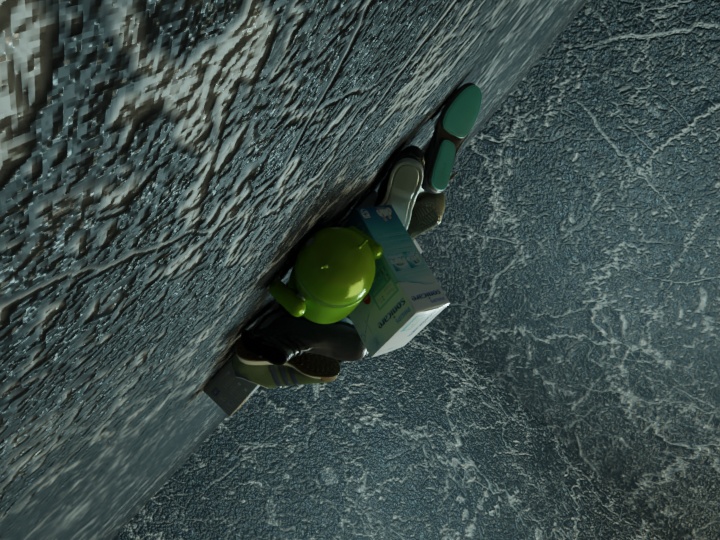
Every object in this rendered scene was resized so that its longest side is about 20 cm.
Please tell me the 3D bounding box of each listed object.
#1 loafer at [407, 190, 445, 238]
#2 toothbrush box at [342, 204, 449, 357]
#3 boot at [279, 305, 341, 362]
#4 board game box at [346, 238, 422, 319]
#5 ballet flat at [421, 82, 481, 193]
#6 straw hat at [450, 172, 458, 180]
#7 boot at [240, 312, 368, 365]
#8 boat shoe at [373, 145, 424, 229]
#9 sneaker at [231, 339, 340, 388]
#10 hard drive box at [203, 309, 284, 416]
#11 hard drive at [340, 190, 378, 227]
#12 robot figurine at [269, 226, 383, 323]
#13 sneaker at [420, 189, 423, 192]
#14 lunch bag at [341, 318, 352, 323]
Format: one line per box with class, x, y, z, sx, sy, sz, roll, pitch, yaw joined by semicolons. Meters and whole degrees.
loafer;0.092;-0.099;1.009;0.199;0.076;0.068;-15;-156;52
toothbrush box;0.034;0.016;0.885;0.084;0.202;0.147;-12;154;-40
boot;-0.069;0.090;1.017;0.076;0.168;0.200;-41;175;-29
board game box;0.000;0.000;1.114;0.200;0.041;0.199;-48;-146;-14
ballet flat;0.146;-0.230;0.929;0.073;0.072;0.203;94;18;-87
straw hat;0.135;-0.193;1.282;0.201;0.085;0.201;-44;179;-1
boot;-0.093;0.130;0.902;0.131;0.197;0.071;-22;115;-61
boat shoe;0.063;-0.124;0.926;0.201;0.075;0.061;121;-10;-46
sneaker;-0.144;0.182;0.995;0.068;0.197;0.090;-93;-155;-44
hard drive box;-0.210;0.182;1.102;0.200;0.077;0.156;-49;179;5
hard drive;-0.016;-0.077;1.051;0.132;0.026;0.200;-48;178;-8
robot figurine;-0.044;0.010;0.795;0.174;0.116;0.200;-34;173;-23
sneaker;0.086;-0.159;1.042;0.087;0.076;0.200;-41;174;2
lunch bag;-0.068;0.141;1.185;0.200;0.082;0.161;-44;-169;15
